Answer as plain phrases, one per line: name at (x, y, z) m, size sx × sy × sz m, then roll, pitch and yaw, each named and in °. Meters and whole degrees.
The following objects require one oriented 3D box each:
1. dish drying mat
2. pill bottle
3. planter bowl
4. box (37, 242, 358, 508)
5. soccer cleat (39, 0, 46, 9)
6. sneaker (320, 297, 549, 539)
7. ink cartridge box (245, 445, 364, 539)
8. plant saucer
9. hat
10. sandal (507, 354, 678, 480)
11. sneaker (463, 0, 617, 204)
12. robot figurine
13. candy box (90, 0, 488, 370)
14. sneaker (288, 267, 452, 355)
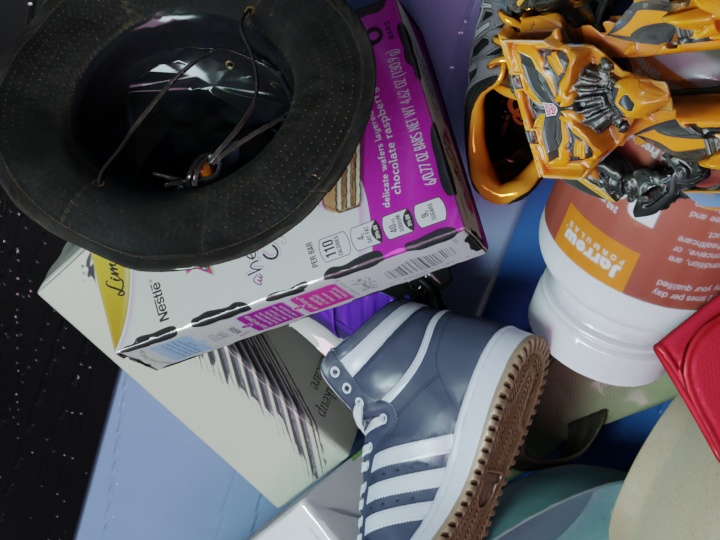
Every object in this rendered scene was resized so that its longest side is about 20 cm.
dish drying mat at (0.249, 0.014, 0.935) m, size 0.199 × 0.018 × 0.077 m, roll -34°, pitch 102°, yaw -11°
pill bottle at (0.160, -0.041, 0.941) m, size 0.112 × 0.112 × 0.201 m, roll 20°, pitch 123°, yaw 0°
planter bowl at (0.224, 0.136, 1.003) m, size 0.134 × 0.200 × 0.201 m, roll 30°, pitch 127°, yaw 23°
box at (-0.090, 0.042, 1.073) m, size 0.200 × 0.082 × 0.068 m, roll 42°, pitch 121°, yaw -15°
soccer cleat at (-0.114, -0.154, 0.972) m, size 0.086 × 0.070 × 0.200 m, roll 26°, pitch 128°, yaw -20°
sneaker at (0.016, 0.111, 0.973) m, size 0.108 × 0.070 × 0.201 m, roll 22°, pitch 85°, yaw 28°
ink cartridge box at (-0.040, 0.184, 1.107) m, size 0.067 × 0.117 × 0.200 m, roll 51°, pitch 130°, yaw 4°
plant saucer at (0.086, 0.174, 1.078) m, size 0.200 × 0.199 × 0.036 m, roll -53°, pitch 57°, yaw 33°
hat at (-0.082, -0.071, 0.894) m, size 0.199 × 0.202 × 0.081 m, roll -1°, pitch 154°, yaw 14°
sandal at (0.113, 0.080, 1.059) m, size 0.200 × 0.057 × 0.080 m, roll -31°, pitch 110°, yaw 28°
sneaker at (0.093, -0.123, 0.928) m, size 0.078 × 0.077 × 0.201 m, roll 10°, pitch 121°, yaw 10°
robot figurine at (0.145, -0.087, 0.811) m, size 0.199 × 0.058 × 0.146 m, roll -1°, pitch 117°, yaw 41°
candy box at (-0.048, -0.044, 0.958) m, size 0.199 × 0.061 × 0.137 m, roll -20°, pitch 73°, yaw 12°
sneaker at (0.000, 0.000, 1.038) m, size 0.099 × 0.070 × 0.200 m, roll -40°, pitch 109°, yaw 23°
